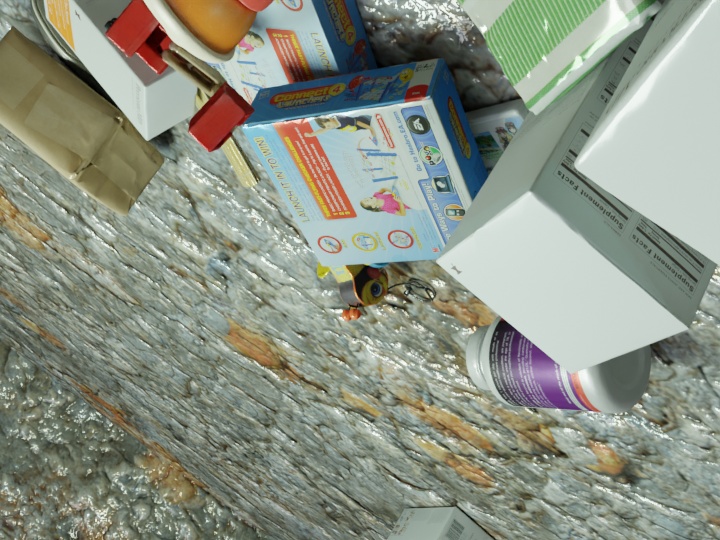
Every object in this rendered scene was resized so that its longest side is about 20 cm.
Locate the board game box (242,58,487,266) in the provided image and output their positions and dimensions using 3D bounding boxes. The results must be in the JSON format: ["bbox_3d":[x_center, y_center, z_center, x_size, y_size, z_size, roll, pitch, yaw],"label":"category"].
[{"bbox_3d":[0.016,-0.095,0.903,0.193,0.056,0.201,-3,138,26],"label":"board game box"}]

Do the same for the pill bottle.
[{"bbox_3d":[0.213,0.097,1.038,0.199,0.113,0.113,-5,133,51],"label":"pill bottle"}]

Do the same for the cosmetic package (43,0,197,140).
[{"bbox_3d":[-0.263,-0.254,1.013,0.200,0.071,0.102,49,155,13],"label":"cosmetic package"}]

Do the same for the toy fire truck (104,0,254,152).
[{"bbox_3d":[-0.160,-0.191,0.847,0.141,0.049,0.201,43,-167,-18],"label":"toy fire truck"}]

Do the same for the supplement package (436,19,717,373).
[{"bbox_3d":[0.191,-0.056,0.733,0.150,0.201,0.152,38,152,-6],"label":"supplement package"}]

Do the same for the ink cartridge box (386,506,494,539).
[{"bbox_3d":[0.172,0.540,1.790,0.175,0.084,0.199,42,152,-12],"label":"ink cartridge box"}]

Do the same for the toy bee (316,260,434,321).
[{"bbox_3d":[0.000,0.000,1.131,0.199,0.109,0.131,36,150,-1],"label":"toy bee"}]

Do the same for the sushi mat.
[{"bbox_3d":[-0.174,-0.184,1.067,0.202,0.012,0.095,60,166,-14],"label":"sushi mat"}]

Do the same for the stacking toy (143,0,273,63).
[{"bbox_3d":[-0.084,-0.278,0.755,0.198,0.147,0.147,-29,120,17],"label":"stacking toy"}]

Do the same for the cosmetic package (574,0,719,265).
[{"bbox_3d":[0.264,-0.125,0.549,0.165,0.201,0.168,34,151,2],"label":"cosmetic package"}]

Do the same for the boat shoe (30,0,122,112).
[{"bbox_3d":[-0.334,-0.257,1.150,0.057,0.067,0.200,-11,131,48],"label":"boat shoe"}]

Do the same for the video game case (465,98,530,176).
[{"bbox_3d":[0.134,-0.082,0.950,0.199,0.022,0.183,-3,133,51],"label":"video game case"}]

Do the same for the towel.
[{"bbox_3d":[0.115,-0.231,0.681,0.201,0.023,0.152,56,151,3],"label":"towel"}]

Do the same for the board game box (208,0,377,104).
[{"bbox_3d":[-0.088,-0.234,0.924,0.194,0.056,0.201,15,146,33],"label":"board game box"}]

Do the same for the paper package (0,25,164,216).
[{"bbox_3d":[-0.369,-0.182,1.182,0.199,0.104,0.191,37,174,12],"label":"paper package"}]
